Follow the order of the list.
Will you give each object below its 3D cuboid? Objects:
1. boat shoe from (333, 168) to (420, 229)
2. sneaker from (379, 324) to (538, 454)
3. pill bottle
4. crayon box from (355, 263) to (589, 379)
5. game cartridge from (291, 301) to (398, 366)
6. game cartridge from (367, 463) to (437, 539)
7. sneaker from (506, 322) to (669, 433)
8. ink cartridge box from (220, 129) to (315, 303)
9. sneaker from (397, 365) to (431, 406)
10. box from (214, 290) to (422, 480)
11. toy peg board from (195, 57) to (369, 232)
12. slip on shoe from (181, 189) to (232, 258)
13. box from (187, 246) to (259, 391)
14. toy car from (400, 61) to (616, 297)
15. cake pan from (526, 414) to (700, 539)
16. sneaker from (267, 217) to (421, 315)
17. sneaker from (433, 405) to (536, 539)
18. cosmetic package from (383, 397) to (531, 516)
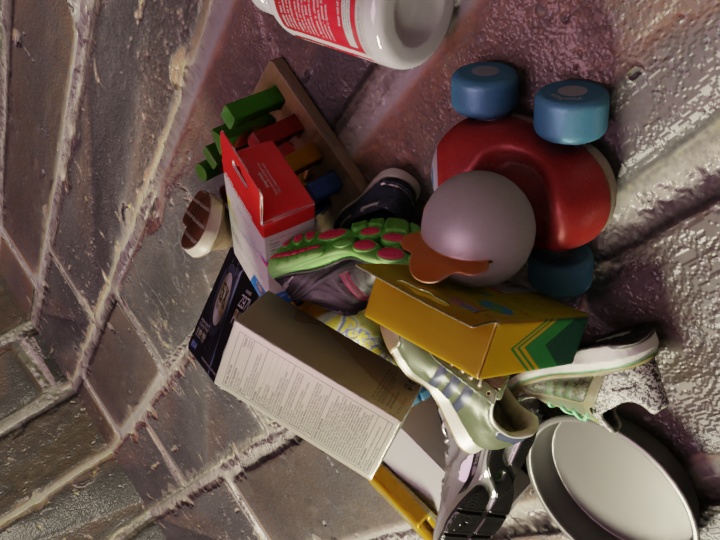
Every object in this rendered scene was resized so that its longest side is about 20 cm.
[{"bbox_3d":[0.007,-0.042,0.882,0.074,0.062,0.200,34,145,-11],"label":"boat shoe"},{"bbox_3d":[0.105,0.097,0.732,0.089,0.067,0.201,-16,118,39],"label":"sneaker"},{"bbox_3d":[-0.017,-0.268,0.708,0.199,0.112,0.114,29,136,36],"label":"pill bottle"},{"bbox_3d":[0.094,0.039,0.642,0.126,0.198,0.052,28,106,38],"label":"crayon box"},{"bbox_3d":[-0.004,0.087,0.881,0.199,0.033,0.177,-33,116,20],"label":"game cartridge"},{"bbox_3d":[0.055,0.324,1.060,0.199,0.032,0.177,32,161,45],"label":"game cartridge"},{"bbox_3d":[0.214,0.120,0.728,0.200,0.076,0.090,-35,75,57],"label":"sneaker"},{"bbox_3d":[-0.103,-0.060,0.857,0.117,0.066,0.202,55,156,33],"label":"ink cartridge box"},{"bbox_3d":[0.079,0.085,0.826,0.198,0.075,0.087,-30,98,16],"label":"sneaker"},{"bbox_3d":[-0.045,0.118,0.789,0.198,0.078,0.096,31,122,9],"label":"box"},{"bbox_3d":[-0.116,-0.121,0.959,0.201,0.097,0.200,56,146,5],"label":"toy peg board"},{"bbox_3d":[-0.185,-0.053,0.942,0.060,0.077,0.200,32,-179,-20],"label":"slip on shoe"},{"bbox_3d":[-0.153,0.071,1.043,0.085,0.166,0.199,24,180,-26],"label":"box"},{"bbox_3d":[0.100,-0.052,0.644,0.176,0.199,0.187,26,134,38],"label":"toy car"},{"bbox_3d":[0.267,0.233,0.791,0.199,0.036,0.203,32,137,35],"label":"cake pan"},{"bbox_3d":[0.000,0.000,0.770,0.197,0.077,0.085,-3,125,32],"label":"sneaker"},{"bbox_3d":[0.123,0.223,0.866,0.203,0.075,0.115,-67,29,14],"label":"sneaker"},{"bbox_3d":[0.109,0.243,0.962,0.199,0.084,0.108,41,145,23],"label":"cosmetic package"}]
